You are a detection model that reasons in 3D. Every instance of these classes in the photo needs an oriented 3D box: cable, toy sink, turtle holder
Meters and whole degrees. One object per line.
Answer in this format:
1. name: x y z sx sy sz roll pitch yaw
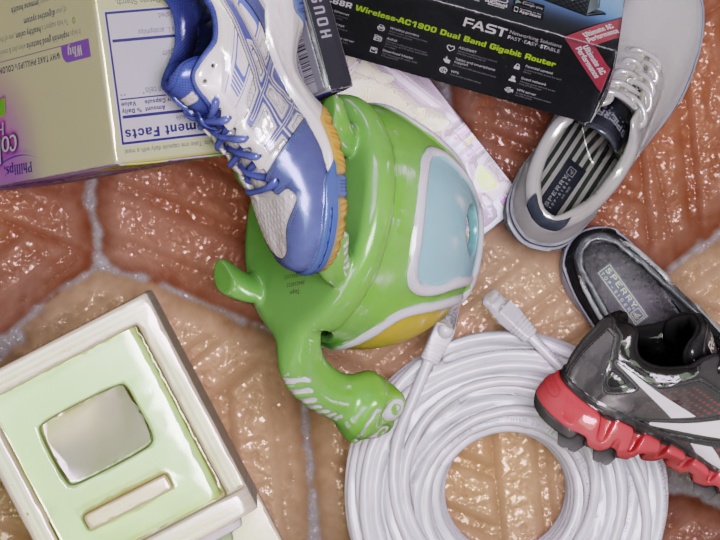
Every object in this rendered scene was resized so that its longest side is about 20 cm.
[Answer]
1. cable: 0.088 0.137 1.735 0.200 0.069 0.200 36 90 -4
2. toy sink: -0.139 0.129 1.701 0.130 0.112 0.200 -27 92 -2
3. turtle holder: 0.006 -0.009 1.661 0.132 0.141 0.186 15 48 -35

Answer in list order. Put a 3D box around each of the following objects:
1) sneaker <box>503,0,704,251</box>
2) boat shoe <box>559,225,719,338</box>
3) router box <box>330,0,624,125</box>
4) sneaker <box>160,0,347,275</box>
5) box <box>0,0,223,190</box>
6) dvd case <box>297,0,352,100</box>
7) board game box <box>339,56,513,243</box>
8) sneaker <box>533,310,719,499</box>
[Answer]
1. sneaker: 0.159 -0.099 1.724 0.073 0.071 0.200 30 78 -8
2. boat shoe: 0.200 0.054 1.739 0.074 0.068 0.200 -34 93 -2
3. router box: 0.062 -0.182 1.690 0.200 0.150 0.062 15 133 -4
4. sneaker: -0.070 -0.090 1.567 0.088 0.075 0.200 -13 85 -35
5. box: -0.161 -0.156 1.654 0.097 0.176 0.200 -8 90 -36
6. dvd case: -0.087 -0.156 1.665 0.025 0.200 0.151 -15 89 -37
7. board game box: -0.005 -0.084 1.748 0.120 0.032 0.200 -39 93 2
8. sneaker: 0.207 0.080 1.673 0.200 0.071 0.098 20 110 -20
